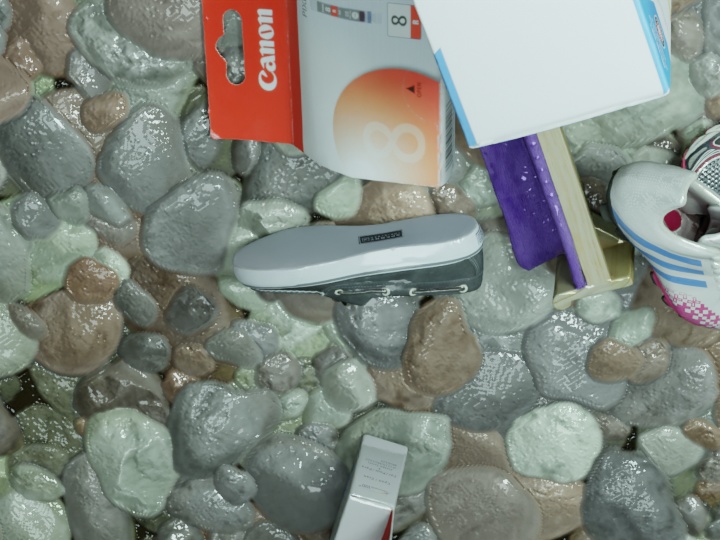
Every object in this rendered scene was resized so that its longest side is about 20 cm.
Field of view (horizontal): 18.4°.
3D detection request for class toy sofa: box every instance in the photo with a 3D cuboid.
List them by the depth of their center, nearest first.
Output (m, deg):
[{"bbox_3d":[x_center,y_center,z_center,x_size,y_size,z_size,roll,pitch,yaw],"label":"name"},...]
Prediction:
[{"bbox_3d":[0.134,-0.075,1.670,0.097,0.083,0.201,-15,116,14],"label":"toy sofa"}]

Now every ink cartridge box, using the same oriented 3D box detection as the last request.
[{"bbox_3d":[0.127,-0.207,1.530,0.145,0.200,0.147,-15,116,17],"label":"ink cartridge box"},{"bbox_3d":[-0.029,-0.152,1.651,0.199,0.050,0.163,6,120,13],"label":"ink cartridge box"},{"bbox_3d":[-0.014,0.265,1.823,0.044,0.176,0.201,16,119,-2],"label":"ink cartridge box"}]

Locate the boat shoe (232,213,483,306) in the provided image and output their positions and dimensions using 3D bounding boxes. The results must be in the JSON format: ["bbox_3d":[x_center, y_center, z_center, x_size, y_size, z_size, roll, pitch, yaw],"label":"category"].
[{"bbox_3d":[0.000,0.000,1.738,0.199,0.069,0.057,-6,119,8],"label":"boat shoe"}]

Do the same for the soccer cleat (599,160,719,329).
[{"bbox_3d":[0.256,-0.013,1.656,0.086,0.070,0.200,2,152,41],"label":"soccer cleat"}]

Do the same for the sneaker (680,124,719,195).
[{"bbox_3d":[0.337,-0.069,1.651,0.199,0.075,0.081,1,119,8],"label":"sneaker"}]
